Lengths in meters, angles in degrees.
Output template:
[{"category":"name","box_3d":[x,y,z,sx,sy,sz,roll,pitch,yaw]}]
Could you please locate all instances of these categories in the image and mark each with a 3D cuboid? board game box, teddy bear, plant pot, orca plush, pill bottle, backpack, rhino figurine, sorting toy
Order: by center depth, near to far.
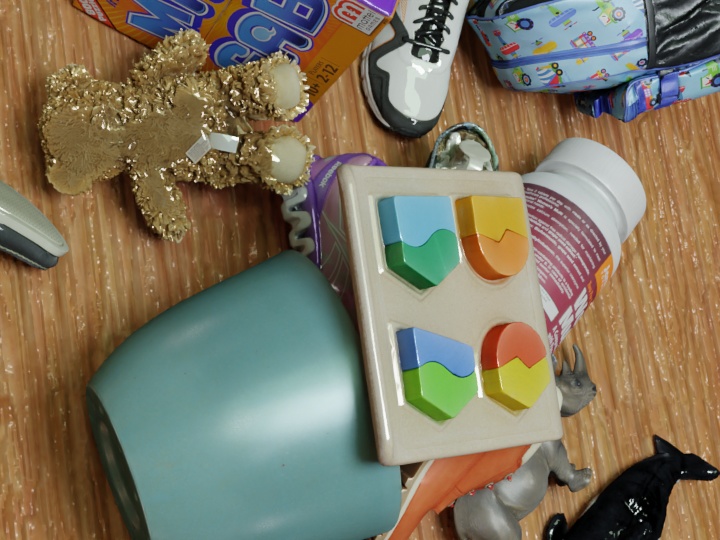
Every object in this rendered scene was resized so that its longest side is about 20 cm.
[{"category":"sorting toy","box_3d":[0.067,0.024,0.960,0.199,0.036,0.188,0,79,-49]},{"category":"plant pot","box_3d":[-0.088,0.107,0.982,0.159,0.201,0.203,-19,83,-18]},{"category":"teddy bear","box_3d":[-0.129,-0.101,1.069,0.198,0.067,0.147,-21,101,-3]},{"category":"board game box","box_3d":[-0.067,-0.270,1.089,0.198,0.200,0.202,26,66,-14]},{"category":"rhino figurine","box_3d":[0.132,0.139,1.133,0.087,0.060,0.202,34,64,-13]},{"category":"orca plush","box_3d":[0.215,0.209,1.139,0.199,0.071,0.106,-34,89,-27]},{"category":"pill bottle","box_3d":[0.133,-0.005,1.146,0.110,0.109,0.200,45,64,-5]},{"category":"backpack","box_3d":[0.192,-0.192,1.192,0.197,0.183,0.136,-17,105,-8]}]

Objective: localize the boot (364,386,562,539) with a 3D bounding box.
[{"category":"boot","box_3d":[0.063,0.144,1.061,0.106,0.075,0.201,26,107,-31]}]

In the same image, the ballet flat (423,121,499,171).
[{"category":"ballet flat","box_3d":[0.069,-0.043,1.068,0.073,0.075,0.201,24,34,-14]}]

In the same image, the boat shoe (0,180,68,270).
[{"category":"boat shoe","box_3d":[-0.296,-0.048,1.016,0.198,0.072,0.068,27,103,-20]}]

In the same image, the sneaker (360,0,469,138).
[{"category":"sneaker","box_3d":[0.050,-0.205,1.187,0.073,0.080,0.203,12,72,-19]}]

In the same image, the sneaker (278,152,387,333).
[{"category":"sneaker","box_3d":[0.000,0.000,1.090,0.087,0.080,0.203,-15,79,17]}]
